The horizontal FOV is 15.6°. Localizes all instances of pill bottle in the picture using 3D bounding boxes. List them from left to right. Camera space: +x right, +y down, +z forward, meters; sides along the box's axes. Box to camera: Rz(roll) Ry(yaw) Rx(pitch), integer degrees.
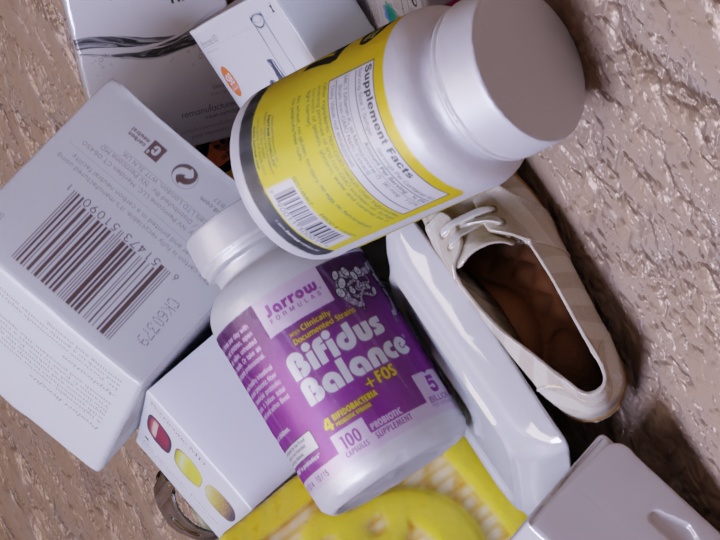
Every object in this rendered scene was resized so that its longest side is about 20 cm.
[{"bbox_3d":[-0.027,0.046,1.683,0.200,0.112,0.112,58,156,9],"label":"pill bottle"},{"bbox_3d":[0.028,-0.087,1.532,0.200,0.114,0.115,-23,90,42],"label":"pill bottle"}]

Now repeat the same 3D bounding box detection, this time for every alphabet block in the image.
[{"bbox_3d":[0.008,0.229,1.798,0.195,0.196,0.200,49,155,5],"label":"alphabet block"}]

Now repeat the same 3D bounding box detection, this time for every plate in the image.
[{"bbox_3d":[0.072,0.072,1.685,0.200,0.032,0.200,57,174,22],"label":"plate"}]

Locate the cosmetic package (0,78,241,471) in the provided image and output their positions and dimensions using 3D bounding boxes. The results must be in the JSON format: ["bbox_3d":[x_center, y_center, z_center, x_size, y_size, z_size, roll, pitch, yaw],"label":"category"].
[{"bbox_3d":[-0.180,0.007,1.839,0.165,0.165,0.200,40,154,2],"label":"cosmetic package"}]

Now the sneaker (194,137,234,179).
[{"bbox_3d":[-0.125,-0.061,2.014,0.200,0.070,0.090,-14,107,61],"label":"sneaker"}]

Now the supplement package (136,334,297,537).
[{"bbox_3d":[-0.079,0.108,1.836,0.114,0.109,0.200,48,166,6],"label":"supplement package"}]

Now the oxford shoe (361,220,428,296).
[{"bbox_3d":[0.000,0.000,1.823,0.075,0.058,0.200,62,156,16],"label":"oxford shoe"}]

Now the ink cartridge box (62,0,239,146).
[{"bbox_3d":[-0.155,-0.188,1.897,0.068,0.116,0.200,-115,12,-65],"label":"ink cartridge box"}]

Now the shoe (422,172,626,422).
[{"bbox_3d":[0.095,0.001,1.581,0.200,0.070,0.053,55,-172,14],"label":"shoe"}]

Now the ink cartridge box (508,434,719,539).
[{"bbox_3d":[0.149,0.207,1.600,0.146,0.084,0.200,42,153,8],"label":"ink cartridge box"}]

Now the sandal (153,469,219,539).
[{"bbox_3d":[-0.127,0.179,2.023,0.080,0.057,0.201,62,170,17],"label":"sandal"}]

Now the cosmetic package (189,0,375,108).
[{"bbox_3d":[-0.030,-0.121,1.727,0.151,0.052,0.200,58,163,-7],"label":"cosmetic package"}]

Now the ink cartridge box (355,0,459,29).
[{"bbox_3d":[-0.002,-0.216,1.645,0.200,0.042,0.120,29,139,53],"label":"ink cartridge box"}]
